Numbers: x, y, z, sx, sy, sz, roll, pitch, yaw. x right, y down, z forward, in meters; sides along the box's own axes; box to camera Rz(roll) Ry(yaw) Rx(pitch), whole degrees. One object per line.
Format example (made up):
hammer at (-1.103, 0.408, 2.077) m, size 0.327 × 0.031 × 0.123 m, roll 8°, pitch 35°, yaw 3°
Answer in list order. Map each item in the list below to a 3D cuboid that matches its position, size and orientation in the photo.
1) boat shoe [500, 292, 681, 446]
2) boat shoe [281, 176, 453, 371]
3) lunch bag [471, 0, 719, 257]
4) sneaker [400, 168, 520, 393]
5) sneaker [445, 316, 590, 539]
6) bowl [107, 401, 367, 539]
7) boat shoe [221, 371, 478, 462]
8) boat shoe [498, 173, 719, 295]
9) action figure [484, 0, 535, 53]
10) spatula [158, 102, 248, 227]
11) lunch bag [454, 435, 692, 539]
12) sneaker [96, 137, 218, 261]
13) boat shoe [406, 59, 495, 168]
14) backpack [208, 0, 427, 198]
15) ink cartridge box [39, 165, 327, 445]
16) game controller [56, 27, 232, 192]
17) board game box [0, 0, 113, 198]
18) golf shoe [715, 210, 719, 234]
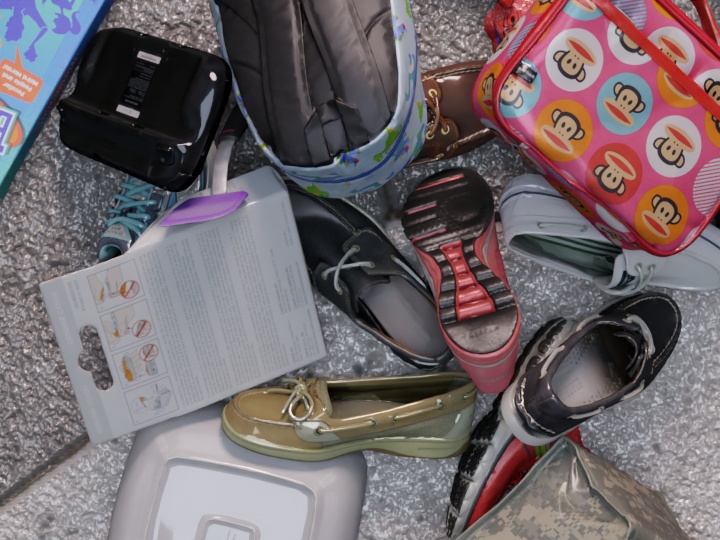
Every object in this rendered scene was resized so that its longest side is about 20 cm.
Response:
boat shoe at (0.188, 0.065, 1.448) m, size 0.199 × 0.060 × 0.074 m, roll -26°, pitch 81°, yaw -38°
boat shoe at (0.000, 0.000, 1.497) m, size 0.200 × 0.068 × 0.072 m, roll 44°, pitch 95°, yaw 0°
lunch bag at (0.199, -0.128, 1.393) m, size 0.200 × 0.082 × 0.177 m, roll 39°, pitch 86°, yaw -15°
sneaker at (0.078, 0.010, 1.468) m, size 0.073 × 0.087 × 0.201 m, roll -12°, pitch 49°, yaw 2°
sneaker at (0.137, 0.137, 1.499) m, size 0.084 × 0.077 × 0.201 m, roll 32°, pitch 94°, yaw -6°
bowl at (-0.103, 0.213, 1.509) m, size 0.198 × 0.075 × 0.202 m, roll 14°, pitch 95°, yaw 1°
boat shoe at (-0.008, 0.105, 1.486) m, size 0.198 × 0.073 × 0.064 m, roll 4°, pitch 121°, yaw -6°
boat shoe at (0.198, -0.010, 1.474) m, size 0.198 × 0.067 × 0.074 m, roll 14°, pitch 138°, yaw -5°
action figure at (0.141, -0.140, 1.455) m, size 0.065 × 0.052 × 0.201 m, roll -13°, pitch 116°, yaw 28°
spatula at (-0.101, -0.084, 1.439) m, size 0.056 × 0.201 × 0.021 m, roll -7°, pitch 124°, yaw 16°
lunch bag at (0.148, 0.246, 1.453) m, size 0.200 × 0.164 × 0.118 m, roll -44°, pitch 50°, yaw 11°
sneaker at (-0.159, -0.037, 1.474) m, size 0.077 × 0.086 × 0.202 m, roll 1°, pitch 93°, yaw 41°
boat shoe at (0.039, -0.113, 1.488) m, size 0.198 × 0.070 × 0.071 m, roll -21°, pitch 92°, yaw 1°
backpack at (-0.023, -0.156, 1.405) m, size 0.162 × 0.154 × 0.202 m, roll -18°, pitch 58°, yaw 7°
ink cartridge box at (-0.135, 0.028, 1.453) m, size 0.198 × 0.047 × 0.161 m, roll -21°, pitch 126°, yaw -11°
game controller at (-0.165, -0.125, 1.443) m, size 0.042 × 0.199 × 0.105 m, roll 32°, pitch 84°, yaw -39°
board game box at (-0.300, -0.181, 1.503) m, size 0.151 × 0.045 × 0.201 m, roll 30°, pitch 94°, yaw -1°
golf shoe at (0.249, -0.107, 1.483) m, size 0.200 × 0.078 × 0.097 m, roll 45°, pitch 99°, yaw -1°
